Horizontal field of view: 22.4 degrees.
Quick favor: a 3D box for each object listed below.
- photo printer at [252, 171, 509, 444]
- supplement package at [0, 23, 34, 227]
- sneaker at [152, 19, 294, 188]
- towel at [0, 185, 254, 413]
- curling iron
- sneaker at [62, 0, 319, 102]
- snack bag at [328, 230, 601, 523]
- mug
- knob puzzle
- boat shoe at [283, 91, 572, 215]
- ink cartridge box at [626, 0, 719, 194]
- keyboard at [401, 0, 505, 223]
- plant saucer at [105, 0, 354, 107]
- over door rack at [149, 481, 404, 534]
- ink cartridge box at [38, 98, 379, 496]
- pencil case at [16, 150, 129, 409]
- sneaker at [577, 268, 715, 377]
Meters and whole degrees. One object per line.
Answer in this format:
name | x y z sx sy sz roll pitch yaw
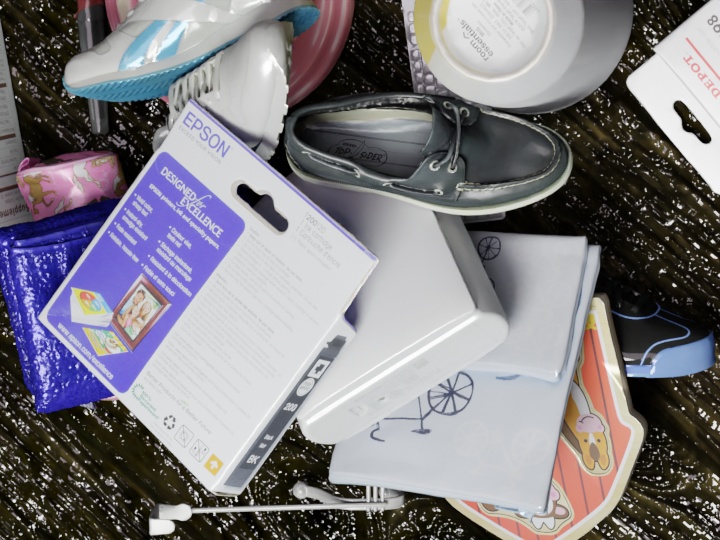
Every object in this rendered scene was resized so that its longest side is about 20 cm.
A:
photo printer | 0.000 0.000 1.297 0.166 0.069 0.200 -32 55 16
supplement package | -0.345 -0.114 1.425 0.117 0.117 0.200 -6 98 18
sneaker | -0.096 -0.118 1.296 0.080 0.200 0.076 15 63 -10
towel | -0.165 0.014 1.371 0.200 0.050 0.148 -16 96 -19
curling iron | -0.220 -0.205 1.412 0.050 0.026 0.200 -14 102 -17
sneaker | -0.129 -0.180 1.318 0.200 0.077 0.081 -22 81 17
snack bag | 0.065 0.067 1.286 0.188 0.021 0.200 5 75 33
mug | 0.086 -0.176 1.248 0.186 0.153 0.150 5 102 14
knob puzzle | 0.111 0.120 1.320 0.219 0.030 0.220 11 114 25
boat shoe | 0.042 -0.087 1.231 0.199 0.066 0.075 10 75 13
ink cartridge box | 0.284 -0.148 1.239 0.200 0.067 0.116 -41 87 20
keyboard | 0.067 -0.133 1.344 0.056 0.011 0.200 -5 99 19
plant saucer | -0.105 -0.209 1.364 0.200 0.051 0.201 4 102 18
over door rack | -0.066 0.112 1.379 0.200 0.067 0.148 -3 102 -15
ink cartridge box | -0.101 0.017 1.261 0.198 0.043 0.200 42 103 25
pencil case | -0.208 0.003 1.424 0.086 0.083 0.200 -14 97 -19
sneaker | 0.159 0.024 1.313 0.200 0.070 0.078 9 110 18
